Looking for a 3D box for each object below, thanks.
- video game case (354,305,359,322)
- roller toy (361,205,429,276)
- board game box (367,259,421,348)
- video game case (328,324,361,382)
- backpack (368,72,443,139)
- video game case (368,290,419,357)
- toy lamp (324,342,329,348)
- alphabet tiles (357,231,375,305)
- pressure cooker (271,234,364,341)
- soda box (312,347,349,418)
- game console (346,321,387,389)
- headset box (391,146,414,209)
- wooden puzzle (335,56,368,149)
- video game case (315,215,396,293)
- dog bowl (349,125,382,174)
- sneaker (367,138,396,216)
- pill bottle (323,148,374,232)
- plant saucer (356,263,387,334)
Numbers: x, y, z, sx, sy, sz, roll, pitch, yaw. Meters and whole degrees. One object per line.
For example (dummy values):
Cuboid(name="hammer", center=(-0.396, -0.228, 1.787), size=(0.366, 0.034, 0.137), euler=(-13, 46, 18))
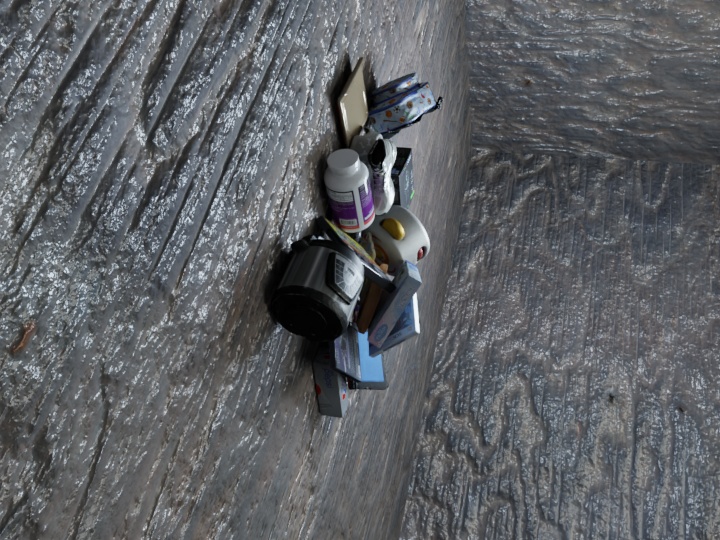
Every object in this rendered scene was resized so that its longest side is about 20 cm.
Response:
Cuboid(name="video game case", center=(0.025, 0.124, 1.949), size=(0.200, 0.036, 0.182), euler=(-32, 127, -69))
Cuboid(name="roller toy", center=(0.097, -0.081, 1.730), size=(0.140, 0.200, 0.183), euler=(-38, 112, -20))
Cuboid(name="board game box", center=(0.086, 0.083, 1.579), size=(0.201, 0.043, 0.199), euler=(-58, -176, 12))
Cuboid(name="video game case", center=(-0.039, 0.198, 1.527), size=(0.200, 0.019, 0.144), euler=(46, 36, -63))
Cuboid(name="backpack", center=(0.111, -0.479, 1.755), size=(0.154, 0.199, 0.191), euler=(55, 43, -20))
Cuboid(name="video game case", center=(0.087, 0.123, 1.689), size=(0.023, 0.182, 0.201), euler=(28, 44, -34))
Cuboid(name="toy lamp", center=(-0.080, 0.137, 1.564), size=(0.058, 0.058, 0.201), euler=(-64, 156, -48))
Cuboid(name="alphabet tiles", center=(0.000, 0.000, 1.678), size=(0.201, 0.015, 0.196), euler=(-99, -156, -51))
Cuboid(name="pressure cooker", center=(-0.086, 0.029, 1.298), size=(0.176, 0.178, 0.201), euler=(98, 10, -50))
Cuboid(name="soda box", center=(-0.078, 0.304, 1.612), size=(0.064, 0.068, 0.201), euler=(-65, 157, -52))
Cuboid(name="game console", center=(0.012, 0.228, 1.697), size=(0.173, 0.118, 0.201), euler=(88, -5, -67))
Cuboid(name="headset box", center=(0.112, -0.278, 1.986), size=(0.175, 0.092, 0.201), euler=(-65, 157, -45))
Cuboid(name="wooden puzzle", center=(-0.023, -0.428, 1.578), size=(0.201, 0.037, 0.186), euler=(85, 20, -50))
Cuboid(name="video game case", center=(-0.009, -0.038, 1.487), size=(0.026, 0.181, 0.200), euler=(-44, 145, 8))
Cuboid(name="dog bowl", center=(0.012, -0.292, 1.645), size=(0.200, 0.058, 0.201), euler=(14, 90, -80))
Cuboid(name="sneaker", center=(0.041, -0.242, 1.548), size=(0.115, 0.075, 0.202), euler=(-13, 109, -70))
Cuboid(name="pill bottle", center=(-0.029, -0.200, 1.501), size=(0.201, 0.112, 0.113), euler=(79, 24, -46))
Cuboid(name="plant saucer", center=(0.027, 0.075, 1.641), size=(0.200, 0.032, 0.201), euler=(-161, -90, -88))
